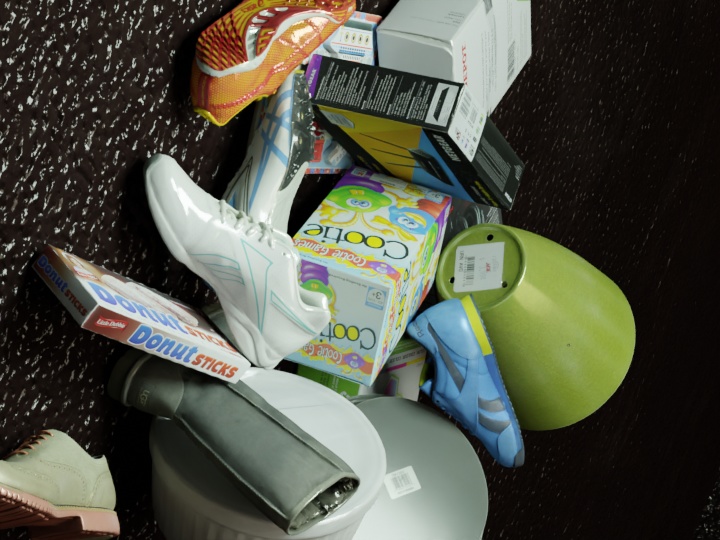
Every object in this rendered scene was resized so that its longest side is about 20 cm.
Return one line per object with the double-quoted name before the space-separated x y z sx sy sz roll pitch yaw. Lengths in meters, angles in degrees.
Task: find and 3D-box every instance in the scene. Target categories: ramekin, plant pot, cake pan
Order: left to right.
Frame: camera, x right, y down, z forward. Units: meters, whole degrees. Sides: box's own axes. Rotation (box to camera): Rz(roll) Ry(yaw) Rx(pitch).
"ramekin" -0.084 0.177 1.434 0.202 0.202 0.094 -39 150 -52
"cake pan" 0.033 0.203 1.574 0.200 0.200 0.037 -56 -174 -34
"plant pot" 0.153 0.038 1.694 0.200 0.187 0.187 43 65 -55

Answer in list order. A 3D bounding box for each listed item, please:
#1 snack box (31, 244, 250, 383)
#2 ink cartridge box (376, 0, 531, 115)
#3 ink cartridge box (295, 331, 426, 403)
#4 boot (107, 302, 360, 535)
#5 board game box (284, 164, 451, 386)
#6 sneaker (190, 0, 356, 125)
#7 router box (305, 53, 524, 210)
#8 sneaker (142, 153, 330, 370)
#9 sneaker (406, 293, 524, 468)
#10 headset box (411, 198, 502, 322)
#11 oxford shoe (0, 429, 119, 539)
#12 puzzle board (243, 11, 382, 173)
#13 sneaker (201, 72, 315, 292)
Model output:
"snack box" -0.161 0.036 1.285 0.024 0.072 0.200 -49 148 8
"ink cartridge box" 0.095 -0.223 1.676 0.200 0.084 0.146 -54 150 -41
"ink cartridge box" -0.009 0.157 1.708 0.148 0.076 0.200 -12 114 -63
"boot" -0.081 0.115 1.376 0.182 0.200 0.073 -34 145 -52
"board game box" 0.000 0.000 1.539 0.200 0.105 0.103 -56 160 -59
"sneaker" -0.075 -0.185 1.390 0.200 0.073 0.077 -38 155 -42
"router box" 0.049 -0.122 1.535 0.200 0.149 0.051 41 67 -63
"sneaker" -0.096 -0.018 1.341 0.200 0.080 0.070 54 16 -23
"sneaker" 0.098 0.112 1.605 0.066 0.078 0.200 -114 -179 -57
"headset box" 0.084 -0.031 1.793 0.149 0.077 0.200 -56 149 -35
"oxford shoe" -0.245 0.150 1.242 0.200 0.071 0.074 38 45 -63
"puzzle board" -0.036 -0.160 1.529 0.200 0.017 0.151 -7 111 -64
"sneaker" -0.084 -0.071 1.421 0.072 0.072 0.200 44 59 -74
